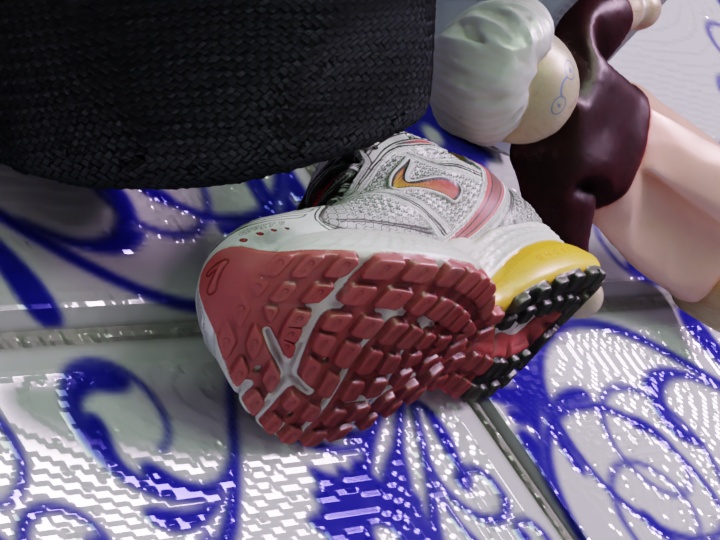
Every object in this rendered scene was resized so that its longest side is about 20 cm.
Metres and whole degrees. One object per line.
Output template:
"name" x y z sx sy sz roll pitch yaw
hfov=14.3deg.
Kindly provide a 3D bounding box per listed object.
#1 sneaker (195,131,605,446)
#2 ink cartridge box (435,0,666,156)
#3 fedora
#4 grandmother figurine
"sneaker" 0.000 0.000 0.898 0.082 0.078 0.200 47 18 17
"ink cartridge box" 0.087 -0.177 1.109 0.043 0.200 0.197 24 33 -32
"fedora" -0.049 -0.074 0.862 0.200 0.200 0.092 -19 105 -59
"grandmother figurine" 0.088 -0.047 1.021 0.200 0.060 0.122 27 61 -52
